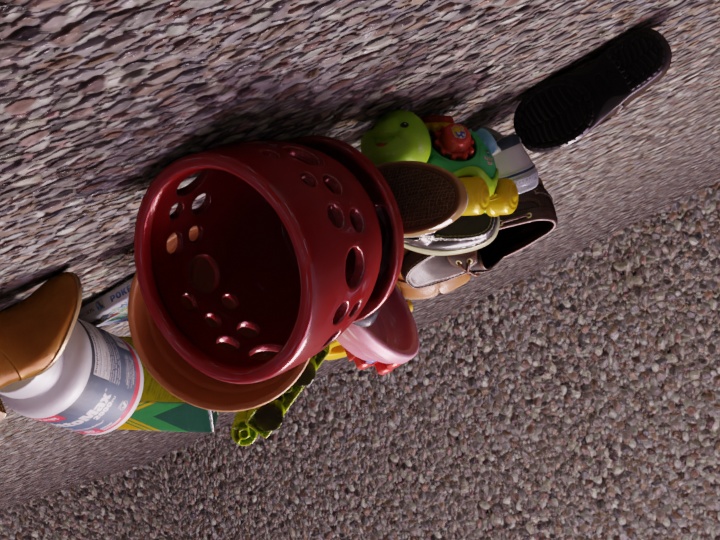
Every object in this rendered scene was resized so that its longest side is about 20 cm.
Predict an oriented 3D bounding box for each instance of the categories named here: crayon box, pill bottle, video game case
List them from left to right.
[{"bbox_3d":[-0.334,0.109,1.574,0.119,0.121,0.200,-25,159,12],"label":"pill bottle"},{"bbox_3d":[-0.267,0.138,1.763,0.198,0.051,0.127,2,-144,8],"label":"crayon box"},{"bbox_3d":[-0.220,0.017,1.691,0.181,0.022,0.199,-28,172,29],"label":"video game case"}]

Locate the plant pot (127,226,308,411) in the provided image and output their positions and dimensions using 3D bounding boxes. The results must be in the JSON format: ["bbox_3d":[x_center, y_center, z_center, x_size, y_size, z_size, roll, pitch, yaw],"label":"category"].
[{"bbox_3d":[-0.130,0.032,1.510,0.199,0.202,0.140,-25,-172,14],"label":"plant pot"}]

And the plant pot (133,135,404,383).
[{"bbox_3d":[-0.069,-0.022,1.260,0.200,0.202,0.182,-30,176,40],"label":"plant pot"}]

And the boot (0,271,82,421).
[{"bbox_3d":[-0.377,0.068,1.402,0.144,0.071,0.202,28,102,-45],"label":"boot"}]

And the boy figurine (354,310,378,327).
[{"bbox_3d":[0.000,0.000,1.448,0.125,0.064,0.200,-61,175,-11],"label":"boy figurine"}]

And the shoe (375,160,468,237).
[{"bbox_3d":[0.022,-0.064,1.337,0.198,0.071,0.053,-3,180,37],"label":"shoe"}]

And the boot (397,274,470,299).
[{"bbox_3d":[0.045,-0.021,1.710,0.198,0.074,0.155,-6,143,0],"label":"boot"}]

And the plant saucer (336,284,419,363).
[{"bbox_3d":[-0.008,0.034,1.737,0.051,0.202,0.200,-36,168,20],"label":"plant saucer"}]

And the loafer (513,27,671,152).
[{"bbox_3d":[0.254,-0.186,1.520,0.199,0.074,0.071,-28,171,33],"label":"loafer"}]

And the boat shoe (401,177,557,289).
[{"bbox_3d":[0.132,-0.032,1.624,0.199,0.071,0.070,-33,143,20],"label":"boat shoe"}]

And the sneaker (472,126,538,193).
[{"bbox_3d":[0.132,-0.126,1.601,0.073,0.072,0.199,-21,-167,-26],"label":"sneaker"}]

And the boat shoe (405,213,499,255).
[{"bbox_3d":[0.053,-0.061,1.567,0.198,0.074,0.065,4,166,8],"label":"boat shoe"}]

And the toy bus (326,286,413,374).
[{"bbox_3d":[-0.018,0.056,1.912,0.135,0.194,0.200,-20,173,-32],"label":"toy bus"}]

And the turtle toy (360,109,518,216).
[{"bbox_3d":[0.066,-0.104,1.416,0.144,0.102,0.199,-1,-179,28],"label":"turtle toy"}]

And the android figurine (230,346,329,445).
[{"bbox_3d":[-0.083,0.116,1.620,0.183,0.041,0.200,-54,-173,9],"label":"android figurine"}]
